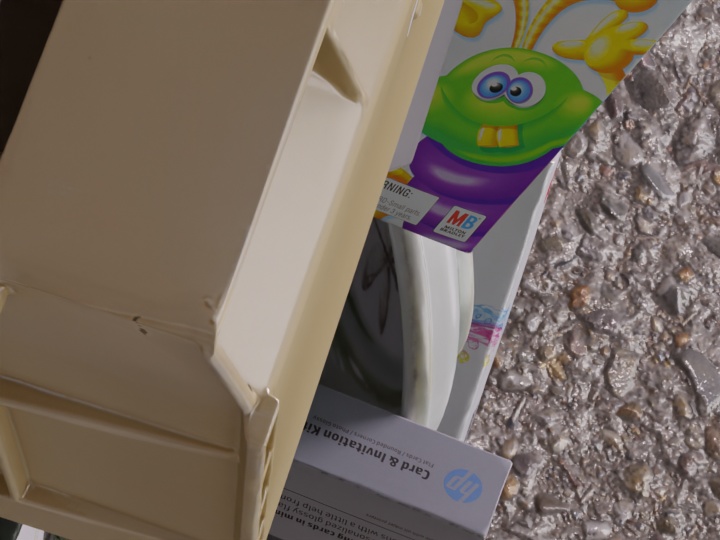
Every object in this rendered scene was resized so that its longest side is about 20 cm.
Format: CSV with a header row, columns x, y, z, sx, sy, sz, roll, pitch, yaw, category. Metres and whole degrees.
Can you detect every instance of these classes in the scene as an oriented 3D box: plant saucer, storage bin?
x,y,z,sx,sy,sz,roll,pitch,yaw,category
0.002,-0.011,1.073,0.200,0.050,0.202,168,-90,-70,plant saucer
-0.031,-0.058,0.472,0.199,0.093,0.201,101,8,-74,storage bin

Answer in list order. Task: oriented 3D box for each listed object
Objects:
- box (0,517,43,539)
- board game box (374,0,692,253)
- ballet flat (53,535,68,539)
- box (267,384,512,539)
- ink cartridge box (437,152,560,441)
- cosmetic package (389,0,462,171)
x,y,z,sx,sy,sz,roll,pitch,yaw,category
-0.124,0.148,0.643,0.145,0.036,0.201,106,1,-52,box
0.043,-0.116,0.840,0.200,0.102,0.105,-50,-152,42,board game box
-0.058,0.012,0.920,0.201,0.074,0.075,-75,-178,-48,ballet flat
-0.038,0.116,1.058,0.201,0.155,0.041,107,6,-51,box
0.000,0.000,1.247,0.145,0.144,0.201,-62,171,-74,ink cartridge box
0.000,-0.129,0.736,0.050,0.082,0.201,-17,136,-41,cosmetic package
